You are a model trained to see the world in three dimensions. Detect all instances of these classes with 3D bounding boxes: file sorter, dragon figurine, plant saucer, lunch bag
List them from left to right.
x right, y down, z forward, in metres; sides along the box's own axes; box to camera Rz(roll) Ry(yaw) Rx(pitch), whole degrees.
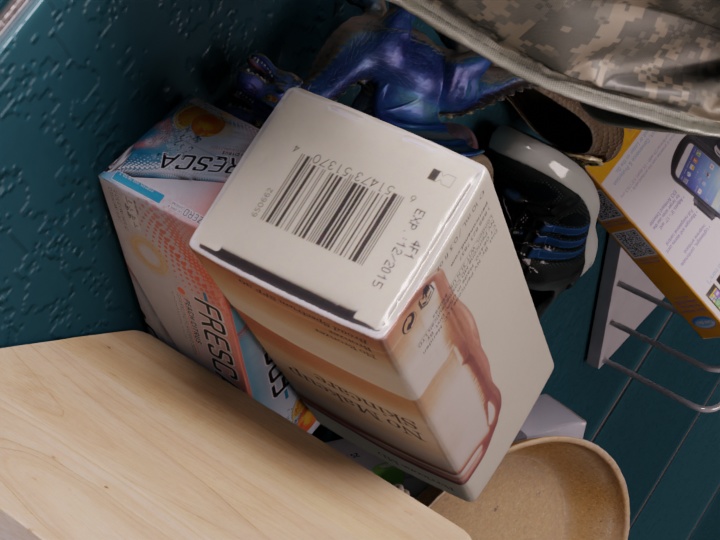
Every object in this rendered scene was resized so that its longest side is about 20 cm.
[{"bbox_3d":[0.028,-0.082,0.759,0.200,0.059,0.099,17,80,-26],"label":"dragon figurine"},{"bbox_3d":[0.067,0.174,0.869,0.200,0.035,0.200,-20,125,-31],"label":"plant saucer"},{"bbox_3d":[0.115,-0.153,0.656,0.118,0.200,0.164,-44,-151,45],"label":"lunch bag"},{"bbox_3d":[0.293,-0.002,1.329,0.139,0.125,0.200,-41,147,-38],"label":"file sorter"}]

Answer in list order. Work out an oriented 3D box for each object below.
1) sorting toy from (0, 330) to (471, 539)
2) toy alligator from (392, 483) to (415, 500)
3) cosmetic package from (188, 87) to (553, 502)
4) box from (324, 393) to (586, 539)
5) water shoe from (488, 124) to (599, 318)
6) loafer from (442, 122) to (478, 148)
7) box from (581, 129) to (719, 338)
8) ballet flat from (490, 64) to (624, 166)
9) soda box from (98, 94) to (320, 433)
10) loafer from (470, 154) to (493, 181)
[{"bbox_3d":[-0.089,0.108,0.639,0.199,0.200,0.070,-7,122,-60],"label":"sorting toy"},{"bbox_3d":[-0.065,0.108,0.755,0.054,0.200,0.059,60,39,-17],"label":"toy alligator"},{"bbox_3d":[0.013,0.018,0.696,0.087,0.103,0.200,-58,153,-16],"label":"cosmetic package"},{"bbox_3d":[0.031,0.161,0.887,0.200,0.041,0.156,-7,118,-35],"label":"box"},{"bbox_3d":[0.116,-0.023,1.041,0.079,0.071,0.200,-55,153,-10],"label":"water shoe"},{"bbox_3d":[0.034,0.007,0.924,0.063,0.072,0.200,-26,134,-57],"label":"loafer"},{"bbox_3d":[0.250,-0.043,1.162,0.200,0.041,0.119,48,65,-17],"label":"box"},{"bbox_3d":[0.112,-0.106,0.954,0.200,0.067,0.046,42,64,-59],"label":"ballet flat"},{"bbox_3d":[-0.062,0.014,0.749,0.064,0.068,0.200,-47,150,-28],"label":"soda box"},{"bbox_3d":[0.000,0.000,0.859,0.076,0.068,0.200,-12,141,-56],"label":"loafer"}]
